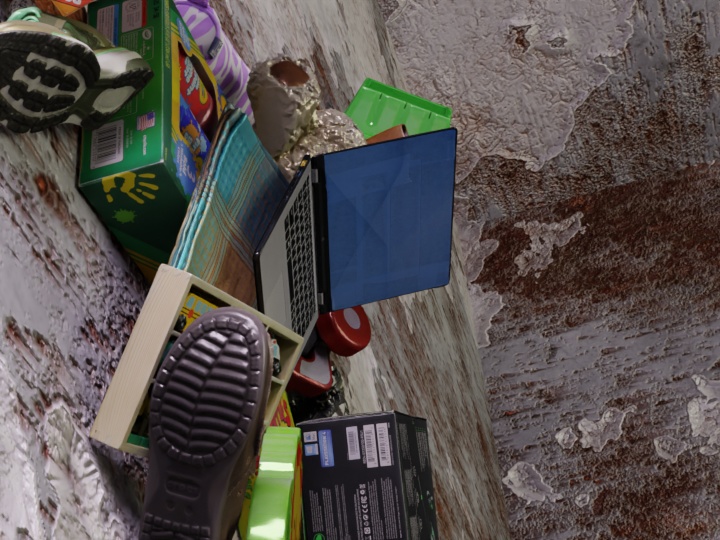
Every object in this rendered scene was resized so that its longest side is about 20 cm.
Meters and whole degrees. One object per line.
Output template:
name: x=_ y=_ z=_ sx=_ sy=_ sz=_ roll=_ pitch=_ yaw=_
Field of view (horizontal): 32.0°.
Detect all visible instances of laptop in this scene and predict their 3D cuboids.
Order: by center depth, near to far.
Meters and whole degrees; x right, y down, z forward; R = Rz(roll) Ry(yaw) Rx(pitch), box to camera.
laptop: x=0.000 y=0.000 z=1.069 sx=0.200 sy=0.115 sz=0.188 roll=-66 pitch=162 yaw=-44

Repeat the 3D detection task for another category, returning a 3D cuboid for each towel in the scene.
towel: x=-0.101 y=-0.008 z=0.980 sx=0.147 sy=0.022 sz=0.201 roll=59 pitch=41 yaw=-54

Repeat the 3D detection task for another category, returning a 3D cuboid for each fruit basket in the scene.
fruit basket: x=0.046 y=-0.198 z=2.113 sx=0.156 sy=0.215 sz=0.217 roll=-73 pitch=147 yaw=-71

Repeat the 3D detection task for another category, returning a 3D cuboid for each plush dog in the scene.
plush dog: x=-0.042 y=-0.099 z=1.207 sx=0.200 sy=0.160 sz=0.172 roll=46 pitch=26 yaw=3

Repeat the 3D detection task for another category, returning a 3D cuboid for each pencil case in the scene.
pencil case: x=-0.143 y=-0.188 z=1.198 sx=0.200 sy=0.084 sz=0.086 roll=56 pitch=53 yaw=-72

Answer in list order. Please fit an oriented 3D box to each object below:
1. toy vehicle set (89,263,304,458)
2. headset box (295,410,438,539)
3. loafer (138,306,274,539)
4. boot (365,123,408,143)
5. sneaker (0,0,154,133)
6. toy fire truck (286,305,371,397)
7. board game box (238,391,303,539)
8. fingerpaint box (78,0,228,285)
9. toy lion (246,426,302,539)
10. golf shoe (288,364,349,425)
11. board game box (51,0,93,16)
toy vehicle set: x=-0.112 y=0.082 z=0.911 sx=0.125 sy=0.026 sz=0.200 roll=-69 pitch=156 yaw=-7
headset box: x=0.015 y=0.222 z=1.149 sx=0.200 sy=0.092 sz=0.175 roll=33 pitch=50 yaw=-76
loafer: x=-0.104 y=0.117 z=0.849 sx=0.071 sy=0.073 sz=0.201 roll=-28 pitch=136 yaw=-72
boot: x=-0.017 y=-0.046 z=1.368 sx=0.068 sy=0.199 sz=0.189 roll=50 pitch=27 yaw=-68
sneaker: x=-0.218 y=-0.146 z=0.843 sx=0.089 sy=0.077 sz=0.200 roll=45 pitch=9 yaw=7
toy fire truck: x=-0.086 y=0.019 z=1.226 sx=0.168 sy=0.112 sz=0.201 roll=29 pitch=42 yaw=-40
board game box: x=-0.081 y=0.188 z=1.112 sx=0.102 sy=0.047 sz=0.201 roll=-14 pitch=90 yaw=-80
fingerpaint box: x=-0.158 y=-0.103 z=1.024 sx=0.167 sy=0.073 sz=0.201 roll=64 pitch=15 yaw=-51
toy lion: x=-0.064 y=0.207 z=0.933 sx=0.200 sy=0.068 sz=0.193 roll=91 pitch=2 yaw=-69
golf shoe: x=-0.041 y=0.166 z=1.292 sx=0.200 sy=0.077 sz=0.095 roll=-54 pitch=129 yaw=-76
board game box: x=-0.165 y=-0.337 z=0.849 sx=0.200 sy=0.199 sz=0.200 roll=54 pitch=19 yaw=-29
